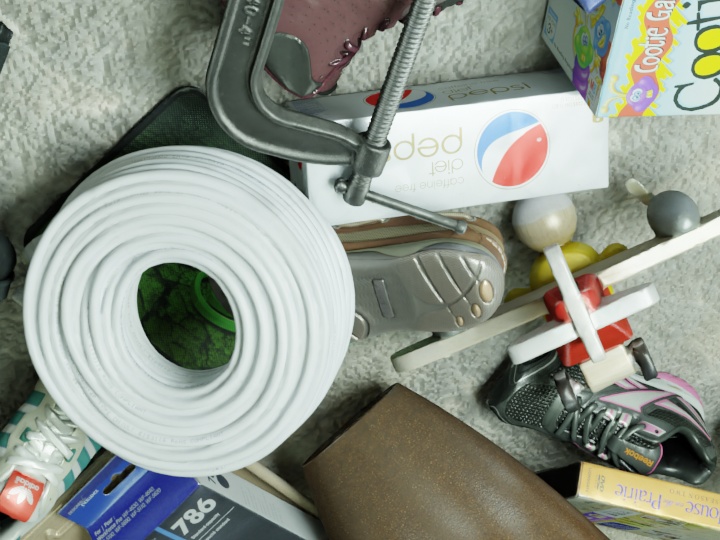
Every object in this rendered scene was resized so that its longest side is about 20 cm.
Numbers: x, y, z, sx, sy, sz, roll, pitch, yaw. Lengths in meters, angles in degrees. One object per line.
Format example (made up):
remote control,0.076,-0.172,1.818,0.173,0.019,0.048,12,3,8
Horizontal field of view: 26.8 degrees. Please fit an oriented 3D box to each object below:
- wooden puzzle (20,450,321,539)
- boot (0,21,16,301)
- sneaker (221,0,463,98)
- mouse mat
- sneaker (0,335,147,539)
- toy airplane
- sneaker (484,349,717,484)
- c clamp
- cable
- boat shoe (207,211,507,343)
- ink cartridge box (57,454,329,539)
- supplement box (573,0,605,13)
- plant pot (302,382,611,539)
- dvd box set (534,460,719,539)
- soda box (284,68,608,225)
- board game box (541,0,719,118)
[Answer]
wooden puzzle,-0.150,0.192,1.117,0.200,0.046,0.185,-40,128,12
boot,-0.239,-0.069,0.861,0.164,0.073,0.198,-70,161,4
sneaker,0.010,-0.157,0.891,0.197,0.076,0.116,2,126,-6
mouse mat,-0.099,-0.011,0.994,0.161,0.008,0.200,-41,122,14
sneaker,-0.206,0.120,1.007,0.070,0.094,0.200,34,113,-18
toy airplane,0.137,0.007,1.010,0.198,0.142,0.199,-9,160,-34
sneaker,0.193,0.112,1.142,0.198,0.087,0.081,11,121,-24
c clamp,0.001,-0.122,0.856,0.169,0.027,0.202,11,126,-5
cable,-0.106,0.024,0.918,0.200,0.069,0.200,-41,93,19
boat shoe,0.000,0.000,0.967,0.198,0.072,0.076,1,124,18
ink cartridge box,-0.109,0.192,1.078,0.099,0.039,0.199,-44,127,15
supplement box,0.098,-0.250,0.774,0.108,0.110,0.201,-34,104,10
plant pot,0.055,0.187,1.085,0.187,0.187,0.200,-41,88,15
dvd box set,0.237,0.186,1.161,0.198,0.030,0.146,14,167,-6
soda box,0.055,-0.079,0.957,0.198,0.064,0.069,-8,111,-11
board game box,0.227,-0.165,0.930,0.198,0.105,0.104,-3,128,-15
